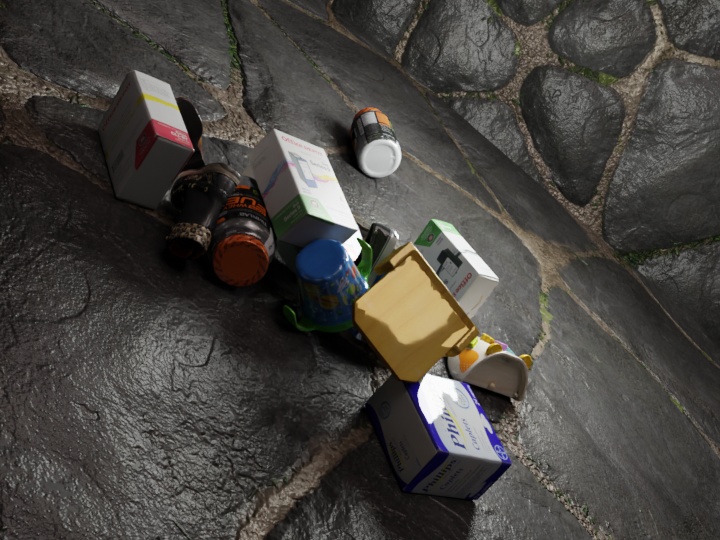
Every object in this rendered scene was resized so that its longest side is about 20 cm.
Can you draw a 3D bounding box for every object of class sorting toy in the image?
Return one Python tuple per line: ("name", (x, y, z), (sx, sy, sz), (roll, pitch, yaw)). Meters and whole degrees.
("sorting toy", (0.258, 0.179, 1.964), (0.198, 0.108, 0.180), (22, 12, -37))

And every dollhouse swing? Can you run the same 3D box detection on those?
("dollhouse swing", (0.075, 0.087, 1.593), (0.201, 0.175, 0.182), (51, -11, -3))

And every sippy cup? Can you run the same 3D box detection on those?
("sippy cup", (-0.057, 0.018, 1.615), (0.131, 0.137, 0.180), (71, 25, -50))

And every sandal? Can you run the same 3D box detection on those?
("sandal", (0.027, -0.068, 2.058), (0.198, 0.055, 0.082), (32, 16, 13))

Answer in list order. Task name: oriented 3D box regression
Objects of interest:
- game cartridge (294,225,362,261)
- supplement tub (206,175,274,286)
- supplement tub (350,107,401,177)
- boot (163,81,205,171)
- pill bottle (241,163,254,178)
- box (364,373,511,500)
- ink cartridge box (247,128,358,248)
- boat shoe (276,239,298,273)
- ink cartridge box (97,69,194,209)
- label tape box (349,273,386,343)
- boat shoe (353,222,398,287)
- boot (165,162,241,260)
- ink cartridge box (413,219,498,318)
("game cartridge", (-0.060, -0.063, 1.760), (0.199, 0.041, 0.134), (18, 41, -47))
("supplement tub", (-0.215, -0.070, 1.609), (0.121, 0.123, 0.201), (28, 27, -26))
("supplement tub", (0.037, -0.351, 2.442), (0.122, 0.123, 0.201), (28, 27, -27))
("boot", (-0.350, -0.304, 1.756), (0.190, 0.068, 0.201), (76, -9, -51))
("pill bottle", (-0.145, -0.135, 1.828), (0.198, 0.114, 0.115), (23, 30, -34))
("box", (0.134, 0.283, 1.568), (0.198, 0.105, 0.185), (18, 33, -41))
("ink cartridge box", (-0.107, -0.141, 1.647), (0.144, 0.087, 0.202), (17, 41, -49))
("boat shoe", (-0.084, -0.015, 1.785), (0.200, 0.070, 0.072), (41, 22, -16))
("ink cartridge box", (-0.383, -0.234, 1.600), (0.083, 0.146, 0.201), (16, 35, -40))
("label tape box", (0.093, 0.092, 1.760), (0.198, 0.145, 0.063), (26, 12, -29))
("boat shoe", (0.000, 0.000, 1.722), (0.056, 0.202, 0.069), (28, 11, -15))
("boot", (-0.291, -0.095, 1.558), (0.073, 0.198, 0.152), (35, 61, -32))
("ink cartridge box", (0.197, 0.006, 2.042), (0.082, 0.147, 0.201), (13, 30, -46))
